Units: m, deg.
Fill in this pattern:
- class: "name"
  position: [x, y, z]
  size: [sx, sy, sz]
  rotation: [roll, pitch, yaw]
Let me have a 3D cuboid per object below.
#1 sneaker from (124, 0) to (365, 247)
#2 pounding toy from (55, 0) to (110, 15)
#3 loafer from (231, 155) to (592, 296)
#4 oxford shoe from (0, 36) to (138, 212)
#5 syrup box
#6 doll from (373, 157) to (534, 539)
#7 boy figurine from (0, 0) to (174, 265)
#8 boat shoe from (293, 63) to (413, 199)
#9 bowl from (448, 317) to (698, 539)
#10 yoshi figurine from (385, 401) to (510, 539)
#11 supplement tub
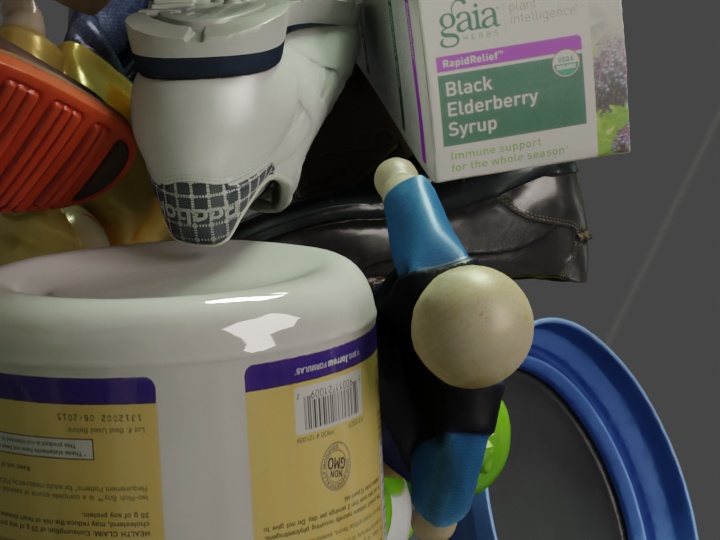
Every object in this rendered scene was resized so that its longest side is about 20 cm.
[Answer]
- class: "sneaker"
  position: [-0.043, -0.064, 0.947]
  size: [0.200, 0.076, 0.081]
  rotation: [-40, 126, -72]
- class: "pounding toy"
  position: [-0.097, -0.175, 0.885]
  size: [0.200, 0.184, 0.142]
  rotation: [21, 55, -27]
- class: "loafer"
  position: [0.000, 0.000, 1.005]
  size: [0.073, 0.200, 0.072]
  rotation: [-168, -121, -83]
- class: "oxford shoe"
  position: [-0.165, -0.078, 0.861]
  size: [0.200, 0.071, 0.073]
  rotation: [21, 36, -33]
- class: "syrup box"
  position: [0.042, -0.106, 1.008]
  size: [0.200, 0.079, 0.082]
  rotation: [-117, -161, -66]
- class: "doll"
  position: [0.023, 0.028, 0.885]
  size: [0.200, 0.048, 0.137]
  rotation: [128, -43, -80]
- class: "boy figurine"
  position: [-0.104, -0.054, 0.977]
  size: [0.124, 0.064, 0.200]
  rotation: [55, 33, -30]
- class: "boat shoe"
  position: [-0.013, -0.070, 1.125]
  size: [0.065, 0.073, 0.200]
  rotation: [93, -7, -48]
- class: "bowl"
  position: [0.100, 0.124, 1.213]
  size: [0.201, 0.039, 0.201]
  rotation: [32, 49, -46]
- class: "yoshi figurine"
  position: [0.014, 0.094, 1.049]
  size: [0.200, 0.112, 0.112]
  rotation: [-70, 147, -48]
- class: "supplement tub"
  position: [-0.062, 0.098, 0.851]
  size: [0.145, 0.145, 0.201]
  rotation: [-18, 108, -58]
